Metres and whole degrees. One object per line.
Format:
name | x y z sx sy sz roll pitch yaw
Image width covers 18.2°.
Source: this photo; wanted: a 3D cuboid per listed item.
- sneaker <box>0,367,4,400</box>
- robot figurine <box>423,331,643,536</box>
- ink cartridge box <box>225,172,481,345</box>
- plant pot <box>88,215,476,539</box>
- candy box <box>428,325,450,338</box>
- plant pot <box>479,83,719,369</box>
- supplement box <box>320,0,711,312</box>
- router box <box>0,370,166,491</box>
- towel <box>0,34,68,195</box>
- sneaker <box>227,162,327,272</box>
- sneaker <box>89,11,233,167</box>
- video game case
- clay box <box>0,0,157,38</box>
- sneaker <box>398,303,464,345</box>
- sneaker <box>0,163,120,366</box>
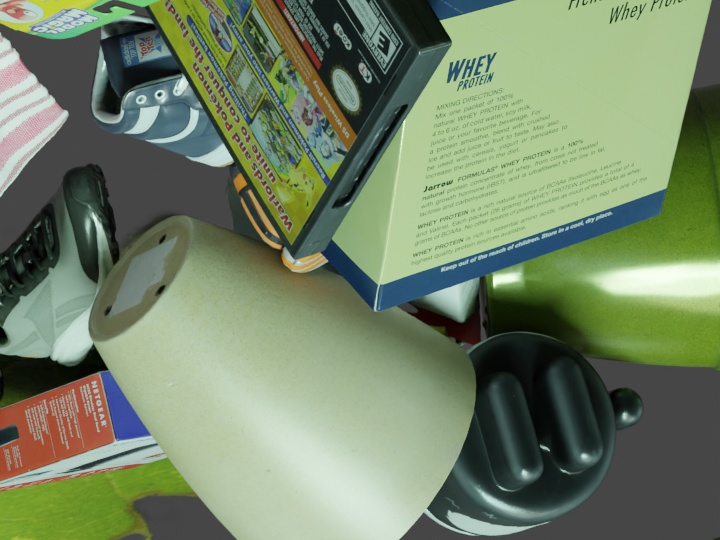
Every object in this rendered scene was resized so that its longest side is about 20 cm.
sneaker | -0.323 0.088 1.496 0.199 0.087 0.078 9 143 -43
robot figurine | 0.094 0.111 1.465 0.149 0.126 0.200 25 164 -7
ink cartridge box | 0.000 0.000 1.477 0.161 0.057 0.200 20 152 13
plant pot | -0.064 0.062 1.374 0.187 0.188 0.200 -34 120 30
candy box | -0.037 0.043 1.541 0.198 0.027 0.102 7 170 7
plant pot | 0.172 -0.021 1.510 0.191 0.202 0.201 -6 153 1
supplement box | 0.063 -0.119 1.184 0.199 0.134 0.201 -19 136 -29
router box | -0.174 0.108 1.578 0.179 0.049 0.199 -20 171 36
towel | -0.237 -0.072 1.226 0.147 0.030 0.200 -51 156 -9
sneaker | 0.008 -0.095 1.350 0.199 0.112 0.078 -32 170 -22
sneaker | -0.072 -0.133 1.253 0.108 0.070 0.200 12 138 -39
video game case | -0.043 -0.135 1.122 0.025 0.201 0.181 -18 157 -32
clay box | -0.181 -0.174 1.078 0.114 0.048 0.199 -15 155 38
sneaker | 0.020 0.076 1.694 0.128 0.080 0.200 -10 143 3
sneaker | -0.199 0.003 1.431 0.079 0.074 0.200 -1 149 -21
